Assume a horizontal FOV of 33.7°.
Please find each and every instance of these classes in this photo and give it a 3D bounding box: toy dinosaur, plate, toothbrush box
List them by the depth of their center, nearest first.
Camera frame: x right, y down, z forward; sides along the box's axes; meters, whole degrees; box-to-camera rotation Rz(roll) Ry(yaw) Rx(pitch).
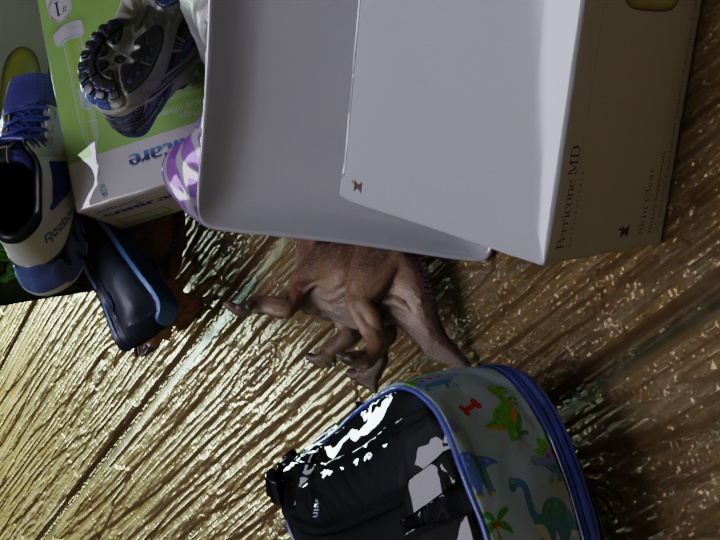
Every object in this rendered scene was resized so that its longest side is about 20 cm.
[{"bbox_3d":[-0.002,-0.116,0.761,0.032,0.198,0.202,-68,-16,-73],"label":"plate"},{"bbox_3d":[0.000,0.000,0.826,0.199,0.086,0.136,20,75,36],"label":"toy dinosaur"},{"bbox_3d":[-0.176,-0.155,1.003,0.144,0.086,0.202,-16,77,13],"label":"toothbrush box"},{"bbox_3d":[-0.189,-0.016,1.110,0.135,0.085,0.202,-20,74,56],"label":"toy dinosaur"}]

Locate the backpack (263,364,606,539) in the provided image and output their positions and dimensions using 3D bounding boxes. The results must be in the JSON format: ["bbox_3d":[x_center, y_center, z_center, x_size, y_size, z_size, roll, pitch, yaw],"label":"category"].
[{"bbox_3d":[0.057,0.153,0.705,0.200,0.146,0.184,-50,54,51],"label":"backpack"}]

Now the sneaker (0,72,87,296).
[{"bbox_3d":[-0.273,-0.092,0.984,0.115,0.080,0.201,72,-170,-63],"label":"sneaker"}]

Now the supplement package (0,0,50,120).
[{"bbox_3d":[-0.310,-0.198,1.164,0.147,0.190,0.202,31,120,51],"label":"supplement package"}]

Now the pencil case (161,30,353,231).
[{"bbox_3d":[-0.057,-0.112,0.851,0.199,0.084,0.086,-36,25,28],"label":"pencil case"}]

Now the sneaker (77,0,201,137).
[{"bbox_3d":[-0.153,-0.189,0.921,0.076,0.201,0.085,19,154,15],"label":"sneaker"}]

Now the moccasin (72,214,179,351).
[{"bbox_3d":[-0.235,-0.012,1.041,0.068,0.080,0.200,-44,52,5],"label":"moccasin"}]

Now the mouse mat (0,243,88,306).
[{"bbox_3d":[-0.277,-0.052,1.130,0.007,0.199,0.163,23,114,43],"label":"mouse mat"}]

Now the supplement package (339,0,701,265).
[{"bbox_3d":[0.085,-0.123,0.639,0.155,0.110,0.202,21,113,43],"label":"supplement package"}]

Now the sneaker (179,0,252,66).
[{"bbox_3d":[-0.089,-0.182,0.867,0.083,0.074,0.200,62,173,13],"label":"sneaker"}]
